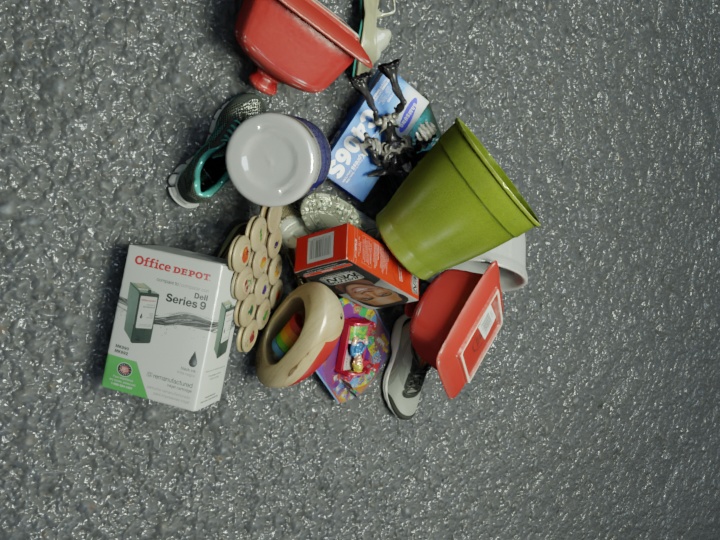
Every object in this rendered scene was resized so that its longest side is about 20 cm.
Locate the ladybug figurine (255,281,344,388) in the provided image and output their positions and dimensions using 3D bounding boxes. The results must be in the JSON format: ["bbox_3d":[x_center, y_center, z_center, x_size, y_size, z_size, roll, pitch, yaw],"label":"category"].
[{"bbox_3d":[-0.091,0.105,0.892,0.072,0.136,0.200,22,125,-34],"label":"ladybug figurine"}]

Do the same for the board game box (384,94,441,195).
[{"bbox_3d":[0.100,-0.194,1.055,0.135,0.028,0.200,-36,114,-22],"label":"board game box"}]

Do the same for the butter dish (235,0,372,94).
[{"bbox_3d":[-0.106,-0.320,0.831,0.200,0.200,0.148,28,112,-27],"label":"butter dish"}]

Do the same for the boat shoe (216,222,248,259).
[{"bbox_3d":[-0.199,0.021,0.878,0.075,0.075,0.203,24,85,-32],"label":"boat shoe"}]

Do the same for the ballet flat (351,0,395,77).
[{"bbox_3d":[0.023,-0.405,0.947,0.069,0.069,0.200,-1,98,-31],"label":"ballet flat"}]

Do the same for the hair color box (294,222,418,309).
[{"bbox_3d":[0.000,0.000,0.910,0.200,0.101,0.061,28,56,-48],"label":"hair color box"}]

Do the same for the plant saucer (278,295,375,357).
[{"bbox_3d":[-0.065,0.106,1.008,0.200,0.019,0.070,25,84,-33],"label":"plant saucer"}]

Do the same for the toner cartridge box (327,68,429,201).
[{"bbox_3d":[0.017,-0.223,0.963,0.095,0.043,0.200,32,92,-25],"label":"toner cartridge box"}]

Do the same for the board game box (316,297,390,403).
[{"bbox_3d":[-0.003,0.137,1.002,0.158,0.039,0.200,-47,132,-24],"label":"board game box"}]

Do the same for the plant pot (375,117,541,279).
[{"bbox_3d":[0.133,-0.091,0.890,0.193,0.201,0.200,-38,121,20],"label":"plant pot"}]

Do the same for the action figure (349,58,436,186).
[{"bbox_3d":[0.050,-0.211,0.899,0.119,0.102,0.200,-21,111,2],"label":"action figure"}]

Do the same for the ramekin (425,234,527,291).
[{"bbox_3d":[0.198,-0.033,1.043,0.200,0.200,0.098,19,72,-32],"label":"ramekin"}]

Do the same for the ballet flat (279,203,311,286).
[{"bbox_3d":[-0.089,-0.026,0.937,0.068,0.075,0.200,-29,112,-17],"label":"ballet flat"}]

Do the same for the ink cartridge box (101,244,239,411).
[{"bbox_3d":[-0.256,0.073,0.807,0.146,0.084,0.200,11,92,11],"label":"ink cartridge box"}]

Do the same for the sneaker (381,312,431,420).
[{"bbox_3d":[0.092,0.183,1.080,0.074,0.079,0.201,0,99,-33],"label":"sneaker"}]

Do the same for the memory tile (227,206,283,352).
[{"bbox_3d":[-0.147,0.008,0.855,0.153,0.017,0.200,-64,162,-51],"label":"memory tile"}]

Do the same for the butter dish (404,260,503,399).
[{"bbox_3d":[0.142,0.083,0.984,0.200,0.148,0.200,-55,150,-17],"label":"butter dish"}]

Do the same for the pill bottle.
[{"bbox_3d":[-0.104,-0.159,0.827,0.119,0.200,0.120,1,103,6],"label":"pill bottle"}]

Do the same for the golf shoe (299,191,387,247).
[{"bbox_3d":[-0.030,-0.075,0.957,0.200,0.097,0.078,30,101,-39],"label":"golf shoe"}]

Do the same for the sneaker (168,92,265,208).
[{"bbox_3d":[-0.192,-0.172,0.843,0.078,0.091,0.200,37,78,-31],"label":"sneaker"}]
